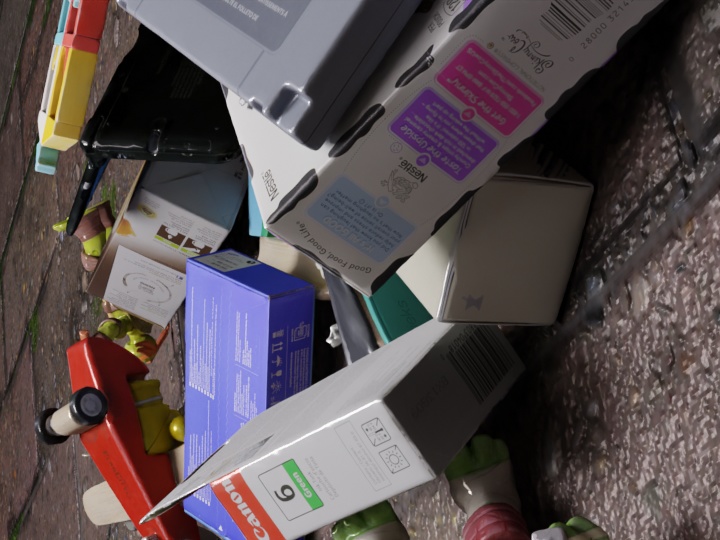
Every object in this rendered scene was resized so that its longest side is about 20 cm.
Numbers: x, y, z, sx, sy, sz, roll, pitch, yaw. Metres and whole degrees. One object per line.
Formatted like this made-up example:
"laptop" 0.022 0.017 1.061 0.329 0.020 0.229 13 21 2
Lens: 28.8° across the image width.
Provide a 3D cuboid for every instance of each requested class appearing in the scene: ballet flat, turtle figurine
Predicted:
"ballet flat" 0.000 0.000 0.845 0.073 0.073 0.201 117 145 -44
"turtle figurine" 0.036 0.143 0.622 0.144 0.199 0.194 -61 22 18
"turtle figurine" -0.221 0.023 1.269 0.162 0.064 0.200 68 -159 -10

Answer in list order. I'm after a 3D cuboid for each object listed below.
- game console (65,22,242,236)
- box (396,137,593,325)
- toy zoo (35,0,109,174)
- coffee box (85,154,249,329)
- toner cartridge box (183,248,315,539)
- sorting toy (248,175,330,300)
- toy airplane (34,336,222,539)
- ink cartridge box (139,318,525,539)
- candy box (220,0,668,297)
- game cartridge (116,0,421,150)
"game console" -0.128 -0.128 1.045 0.117 0.175 0.201 71 -151 -49
"box" 0.041 -0.049 0.747 0.200 0.068 0.082 -127 45 -57
"toy zoo" -0.205 -0.168 1.015 0.131 0.020 0.201 -152 74 -70
"coffee box" -0.154 -0.049 1.161 0.200 0.079 0.115 -49 19 56
"toner cartridge box" -0.080 0.094 0.988 0.095 0.043 0.201 24 118 44
"sorting toy" -0.047 -0.086 1.006 0.185 0.036 0.201 -169 82 -67
"toy airplane" -0.157 0.162 1.152 0.199 0.141 0.200 23 126 28
"ink cartridge box" -0.018 0.093 0.738 0.200 0.109 0.050 -32 96 39
"candy box" 0.028 -0.116 0.666 0.200 0.071 0.168 -46 35 17
"game cartridge" -0.037 -0.148 0.658 0.134 0.040 0.200 -57 41 7
